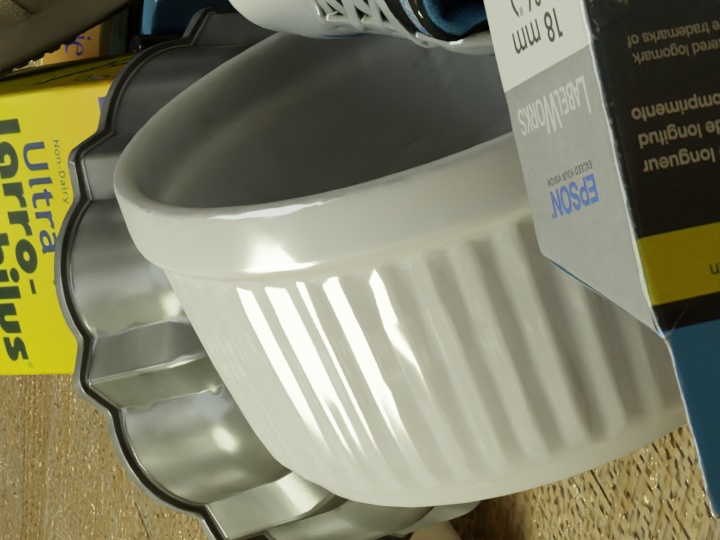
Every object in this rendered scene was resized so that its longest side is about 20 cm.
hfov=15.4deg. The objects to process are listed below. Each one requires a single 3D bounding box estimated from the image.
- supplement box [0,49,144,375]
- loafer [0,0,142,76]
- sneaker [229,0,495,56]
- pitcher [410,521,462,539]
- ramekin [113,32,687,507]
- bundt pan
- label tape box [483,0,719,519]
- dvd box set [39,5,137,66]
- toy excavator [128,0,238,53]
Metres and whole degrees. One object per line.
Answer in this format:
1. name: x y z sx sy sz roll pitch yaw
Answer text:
1. supplement box: -0.097 -0.025 1.029 0.199 0.109 0.110 -4 102 45
2. loafer: -0.088 -0.144 1.057 0.068 0.199 0.076 62 173 -17
3. sneaker: 0.017 -0.092 0.736 0.199 0.072 0.072 0 119 51
4. pitcher: 0.019 0.191 1.088 0.171 0.121 0.201 20 132 45
5. ramekin: 0.038 -0.017 0.778 0.200 0.199 0.106 30 143 65
6. bundt pan: 0.000 0.000 0.912 0.076 0.201 0.203 -9 91 54
7. label tape box: 0.108 -0.052 0.627 0.063 0.143 0.201 155 103 -70
8. dvd box set: -0.109 -0.164 1.206 0.146 0.029 0.201 -2 -81 -85
9. toy excavator: -0.061 -0.131 1.167 0.195 0.099 0.201 100 161 -44
